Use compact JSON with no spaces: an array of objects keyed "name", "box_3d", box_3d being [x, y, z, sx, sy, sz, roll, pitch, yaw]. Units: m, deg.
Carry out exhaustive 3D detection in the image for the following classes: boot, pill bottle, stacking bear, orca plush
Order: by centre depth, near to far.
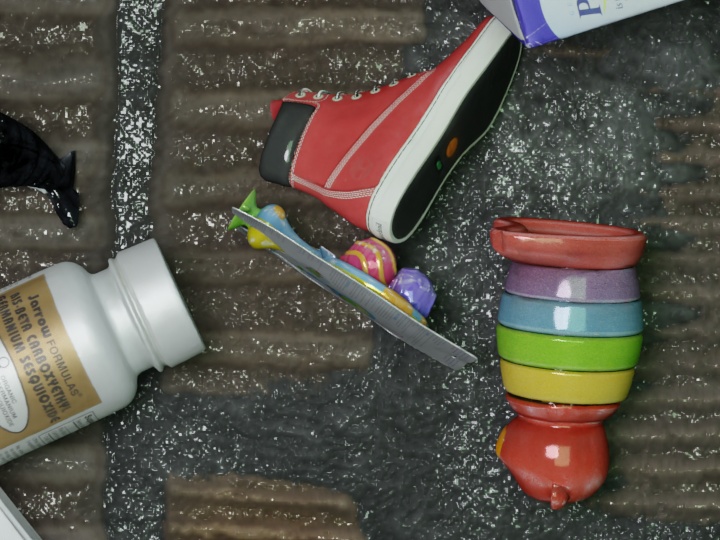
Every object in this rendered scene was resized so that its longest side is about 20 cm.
[{"name":"orca plush","box_3d":[-0.275,-0.074,1.612,0.200,0.071,0.105,30,83,-35]},{"name":"pill bottle","box_3d":[-0.218,0.059,1.634,0.200,0.114,0.115,-25,89,-4]},{"name":"stacking bear","box_3d":[0.145,0.069,1.658,0.113,0.121,0.201,4,97,5]},{"name":"boot","box_3d":[0.017,-0.127,1.679,0.144,0.072,0.200,27,66,25]}]

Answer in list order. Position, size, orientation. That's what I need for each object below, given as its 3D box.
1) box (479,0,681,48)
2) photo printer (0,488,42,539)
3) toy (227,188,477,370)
[{"name":"box","box_3d":[0.179,-0.248,1.623,0.199,0.184,0.105,-17,107,-2]},{"name":"photo printer","box_3d":[-0.299,0.258,1.616,0.200,0.069,0.167,-34,119,-4]},{"name":"toy","box_3d":[0.000,0.000,1.646,0.200,0.115,0.047,29,83,-1]}]
